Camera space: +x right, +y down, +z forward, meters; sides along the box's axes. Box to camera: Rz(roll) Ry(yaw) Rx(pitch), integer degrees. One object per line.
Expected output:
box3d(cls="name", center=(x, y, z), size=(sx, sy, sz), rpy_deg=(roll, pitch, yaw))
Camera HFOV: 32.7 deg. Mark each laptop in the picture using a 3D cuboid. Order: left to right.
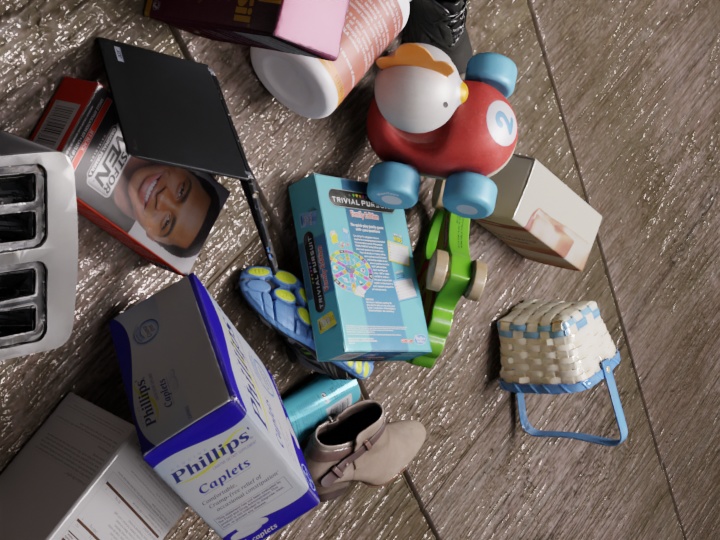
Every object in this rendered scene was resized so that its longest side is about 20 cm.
box3d(cls="laptop", center=(-0.163, -0.108, 1.173), size=(0.102, 0.179, 0.202), rpy_deg=(-18, 138, -6))

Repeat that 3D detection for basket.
box3d(cls="basket", center=(0.284, 0.145, 1.721), size=(0.138, 0.174, 0.204), rpy_deg=(-23, 107, -45))

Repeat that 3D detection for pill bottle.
box3d(cls="pill bottle", center=(-0.018, -0.267, 1.305), size=(0.201, 0.111, 0.113), rpy_deg=(-51, 134, -23))

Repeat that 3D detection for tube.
box3d(cls="tube", center=(-0.087, 0.180, 1.426), size=(0.199, 0.050, 0.079), rpy_deg=(-32, 120, -31))

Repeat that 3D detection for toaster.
box3d(cls="toaster", center=(-0.335, -0.018, 1.032), size=(0.198, 0.118, 0.184), rpy_deg=(-10, 111, -45))

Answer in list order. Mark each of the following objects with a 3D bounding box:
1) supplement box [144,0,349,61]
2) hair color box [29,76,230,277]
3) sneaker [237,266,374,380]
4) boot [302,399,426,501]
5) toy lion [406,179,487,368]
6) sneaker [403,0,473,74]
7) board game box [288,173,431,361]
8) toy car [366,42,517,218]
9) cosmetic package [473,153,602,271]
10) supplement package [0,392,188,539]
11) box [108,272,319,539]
box3d(cls="supplement box", center=(-0.102, -0.271, 1.145), size=(0.085, 0.198, 0.112), rpy_deg=(11, 95, -47))
box3d(cls="hair color box", center=(-0.223, -0.087, 1.176), size=(0.200, 0.061, 0.103), rpy_deg=(40, 72, -47))
box3d(cls="sneaker", center=(-0.070, 0.070, 1.384), size=(0.199, 0.082, 0.072), rpy_deg=(39, 46, -32))
box3d(cls="boot", center=(0.010, 0.204, 1.482), size=(0.198, 0.070, 0.147), rpy_deg=(-30, 151, -28))
box3d(cls="toy lion", center=(0.095, 0.010, 1.504), size=(0.193, 0.068, 0.202), rpy_deg=(115, -15, -51))
box3d(cls="sneaker", center=(0.091, -0.299, 1.432), size=(0.077, 0.090, 0.200), rpy_deg=(-60, 138, -18))
box3d(cls="board game box", center=(0.000, 0.000, 1.393), size=(0.150, 0.047, 0.204), rpy_deg=(5, 70, -48))
box3d(cls="toy car", center=(0.084, -0.185, 1.343), size=(0.200, 0.174, 0.187), rpy_deg=(67, 33, -68))
box3d(cls="cosmetic package", center=(0.228, -0.079, 1.644), size=(0.199, 0.102, 0.088), rpy_deg=(30, 79, -46))
box3d(cls="supplement package", center=(-0.280, 0.244, 1.174), size=(0.201, 0.120, 0.120), rpy_deg=(-52, 134, -22))
box3d(cls="box", center=(-0.145, 0.142, 1.220), size=(0.104, 0.185, 0.201), rpy_deg=(-30, 135, 3))
